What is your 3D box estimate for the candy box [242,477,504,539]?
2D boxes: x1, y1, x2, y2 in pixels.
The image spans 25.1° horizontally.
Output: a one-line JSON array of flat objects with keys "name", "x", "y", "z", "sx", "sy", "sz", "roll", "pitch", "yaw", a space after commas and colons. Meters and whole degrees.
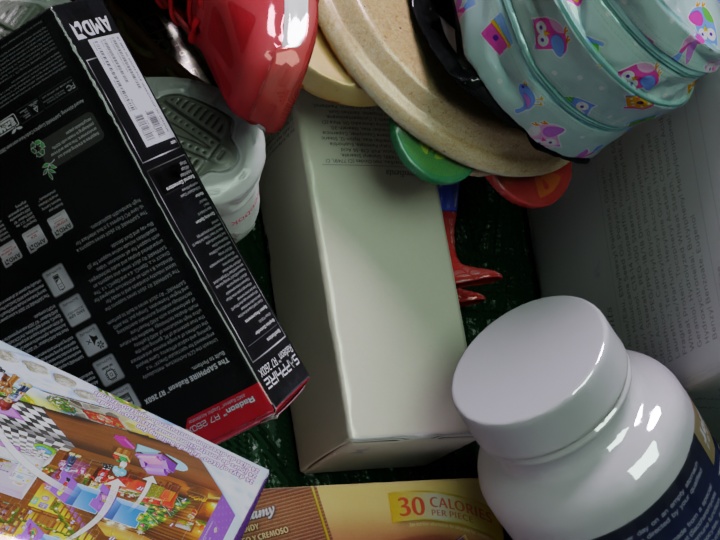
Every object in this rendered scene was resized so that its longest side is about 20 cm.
[{"name": "candy box", "x": -0.023, "y": 0.164, "z": 0.774, "sx": 0.199, "sy": 0.056, "sz": 0.117, "roll": 2, "pitch": 70, "yaw": -28}]

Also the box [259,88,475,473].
[{"name": "box", "x": 0.000, "y": 0.000, "z": 0.845, "sx": 0.082, "sy": 0.068, "sz": 0.201, "roll": 2, "pitch": 70, "yaw": -27}]

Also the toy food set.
[{"name": "toy food set", "x": 0.046, "y": -0.125, "z": 0.851, "sx": 0.198, "sy": 0.049, "sz": 0.200, "roll": 40, "pitch": 42, "yaw": -9}]

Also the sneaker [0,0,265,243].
[{"name": "sneaker", "x": -0.134, "y": -0.066, "z": 0.800, "sx": 0.199, "sy": 0.100, "sz": 0.078, "roll": 33, "pitch": 66, "yaw": 18}]

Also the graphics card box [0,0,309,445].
[{"name": "graphics card box", "x": -0.124, "y": -0.005, "z": 0.724, "sx": 0.201, "sy": 0.125, "sz": 0.051, "roll": 60, "pitch": 25, "yaw": -5}]

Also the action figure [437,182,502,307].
[{"name": "action figure", "x": 0.045, "y": -0.082, "z": 0.906, "sx": 0.051, "sy": 0.065, "sz": 0.201, "roll": -9, "pitch": 74, "yaw": -7}]

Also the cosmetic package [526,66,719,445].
[{"name": "cosmetic package", "x": 0.214, "y": -0.006, "z": 0.880, "sx": 0.164, "sy": 0.200, "sz": 0.166, "roll": 3, "pitch": 70, "yaw": -26}]

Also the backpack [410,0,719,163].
[{"name": "backpack", "x": 0.106, "y": -0.159, "z": 0.797, "sx": 0.166, "sy": 0.126, "sz": 0.201, "roll": 23, "pitch": 50, "yaw": -30}]

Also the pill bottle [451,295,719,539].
[{"name": "pill bottle", "x": 0.126, "y": 0.110, "z": 0.797, "sx": 0.200, "sy": 0.111, "sz": 0.111, "roll": 54, "pitch": 52, "yaw": -32}]

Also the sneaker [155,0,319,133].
[{"name": "sneaker", "x": -0.093, "y": -0.137, "z": 0.741, "sx": 0.115, "sy": 0.079, "sz": 0.200, "roll": 10, "pitch": 32, "yaw": -24}]

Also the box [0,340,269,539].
[{"name": "box", "x": -0.149, "y": 0.088, "z": 0.610, "sx": 0.199, "sy": 0.039, "sz": 0.137, "roll": 26, "pitch": 37, "yaw": 2}]

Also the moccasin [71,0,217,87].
[{"name": "moccasin", "x": -0.116, "y": -0.153, "z": 0.837, "sx": 0.073, "sy": 0.078, "sz": 0.202, "roll": -20, "pitch": 74, "yaw": -30}]
